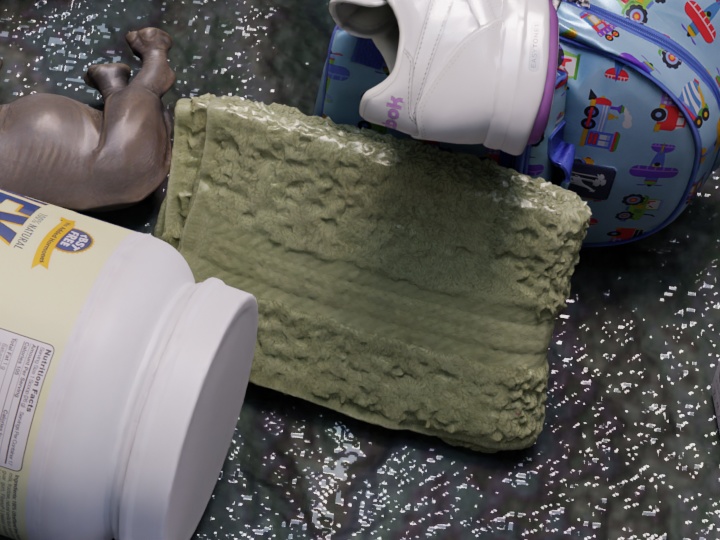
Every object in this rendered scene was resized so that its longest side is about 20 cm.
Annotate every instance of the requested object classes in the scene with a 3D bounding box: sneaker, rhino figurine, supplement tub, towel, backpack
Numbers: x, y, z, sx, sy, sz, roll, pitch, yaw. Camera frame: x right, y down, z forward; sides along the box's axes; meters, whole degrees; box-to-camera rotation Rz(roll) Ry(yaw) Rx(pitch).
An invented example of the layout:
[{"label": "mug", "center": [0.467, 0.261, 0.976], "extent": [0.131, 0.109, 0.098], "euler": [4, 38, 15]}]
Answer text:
[{"label": "sneaker", "center": [0.037, -0.149, 1.222], "extent": [0.099, 0.075, 0.201], "euler": [2, 67, -4]}, {"label": "rhino figurine", "center": [-0.186, -0.062, 1.372], "extent": [0.199, 0.060, 0.088], "euler": [-7, 66, -5]}, {"label": "supplement tub", "center": [-0.159, 0.040, 1.241], "extent": [0.199, 0.145, 0.145], "euler": [17, 55, 8]}, {"label": "towel", "center": [0.000, 0.000, 1.297], "extent": [0.199, 0.149, 0.037], "euler": [15, 29, 7]}, {"label": "backpack", "center": [0.086, -0.080, 1.335], "extent": [0.199, 0.183, 0.135], "euler": [19, 52, 2]}]

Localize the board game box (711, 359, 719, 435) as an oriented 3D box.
[{"label": "board game box", "center": [0.274, 0.095, 1.311], "extent": [0.199, 0.035, 0.127], "euler": [-3, 55, -6]}]
